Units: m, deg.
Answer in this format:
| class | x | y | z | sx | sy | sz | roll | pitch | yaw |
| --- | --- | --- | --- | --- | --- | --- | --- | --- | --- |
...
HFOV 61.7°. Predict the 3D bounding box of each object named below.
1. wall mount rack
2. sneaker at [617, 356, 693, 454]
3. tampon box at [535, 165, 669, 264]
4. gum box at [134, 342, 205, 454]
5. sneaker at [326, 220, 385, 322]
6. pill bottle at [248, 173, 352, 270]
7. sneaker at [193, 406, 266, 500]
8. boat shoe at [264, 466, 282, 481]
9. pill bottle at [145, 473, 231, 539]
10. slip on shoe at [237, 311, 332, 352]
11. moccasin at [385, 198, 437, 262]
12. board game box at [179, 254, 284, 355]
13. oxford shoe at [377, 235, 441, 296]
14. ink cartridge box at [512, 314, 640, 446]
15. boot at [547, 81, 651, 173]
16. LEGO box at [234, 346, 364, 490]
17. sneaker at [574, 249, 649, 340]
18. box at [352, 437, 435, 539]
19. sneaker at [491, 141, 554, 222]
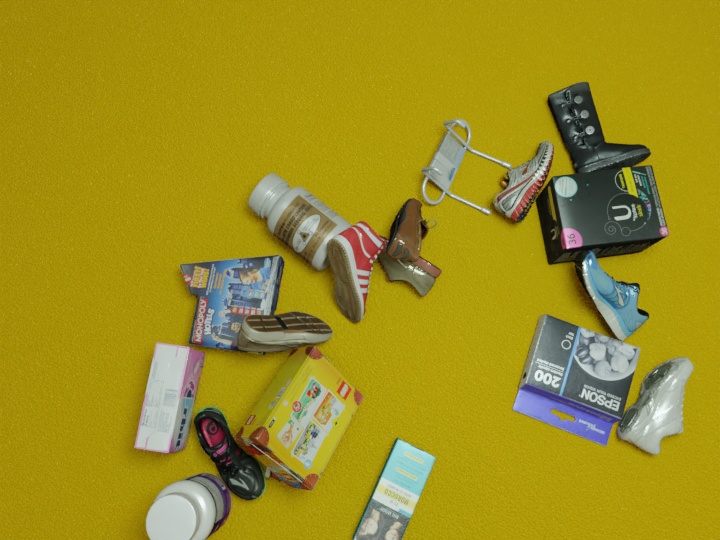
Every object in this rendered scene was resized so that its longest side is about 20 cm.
| class | x | y | z | sx | sy | sz | roll | pitch | yaw |
| --- | --- | --- | --- | --- | --- | --- | --- | --- | --- |
| wall mount rack | 0.219 | -0.214 | 1.263 | 0.173 | 0.074 | 0.201 | 33 | 77 | -31 |
| sneaker | 0.582 | 0.261 | 1.153 | 0.099 | 0.078 | 0.201 | 36 | 89 | 2 |
| tampon box | 0.475 | -0.109 | 1.204 | 0.198 | 0.126 | 0.151 | -8 | 76 | -1 |
| gum box | -0.357 | 0.245 | 1.137 | 0.065 | 0.114 | 0.202 | 8 | 77 | 3 |
| sneaker | 0.000 | 0.000 | 1.184 | 0.071 | 0.201 | 0.112 | 19 | 43 | 34 |
| pill bottle | -0.124 | -0.102 | 1.215 | 0.200 | 0.114 | 0.115 | 38 | 80 | 9 |
| sneaker | -0.253 | 0.347 | 1.127 | 0.077 | 0.084 | 0.200 | -40 | 79 | -2 |
| boat shoe | -0.131 | 0.298 | 1.146 | 0.062 | 0.071 | 0.202 | 12 | 79 | -3 |
| pill bottle | -0.299 | 0.421 | 1.052 | 0.110 | 0.200 | 0.113 | 0 | 77 | 1 |
| slip on shoe | -0.144 | 0.125 | 1.155 | 0.076 | 0.199 | 0.061 | 46 | 120 | 36 |
| moccasin | 0.103 | -0.081 | 1.185 | 0.077 | 0.202 | 0.074 | 26 | 117 | -5 |
| board game box | -0.269 | 0.058 | 1.207 | 0.198 | 0.062 | 0.202 | 8 | 77 | 4 |
| oxford shoe | 0.062 | -0.018 | 1.219 | 0.199 | 0.070 | 0.075 | 30 | 96 | 15 |
| ink cartridge box | 0.420 | 0.212 | 1.175 | 0.197 | 0.043 | 0.202 | 20 | 79 | 5 |
| boot | 0.506 | -0.308 | 1.287 | 0.163 | 0.066 | 0.202 | -15 | 73 | -5 |
| LEGO box | -0.104 | 0.261 | 1.083 | 0.149 | 0.077 | 0.201 | 49 | 53 | -22 |
| sneaker | 0.488 | 0.035 | 1.166 | 0.090 | 0.079 | 0.200 | -33 | 107 | 16 |
| box | 0.063 | 0.424 | 1.125 | 0.082 | 0.049 | 0.201 | 24 | 78 | 6 |
| sneaker | 0.339 | -0.197 | 1.246 | 0.082 | 0.078 | 0.201 | 27 | 66 | 19 |
